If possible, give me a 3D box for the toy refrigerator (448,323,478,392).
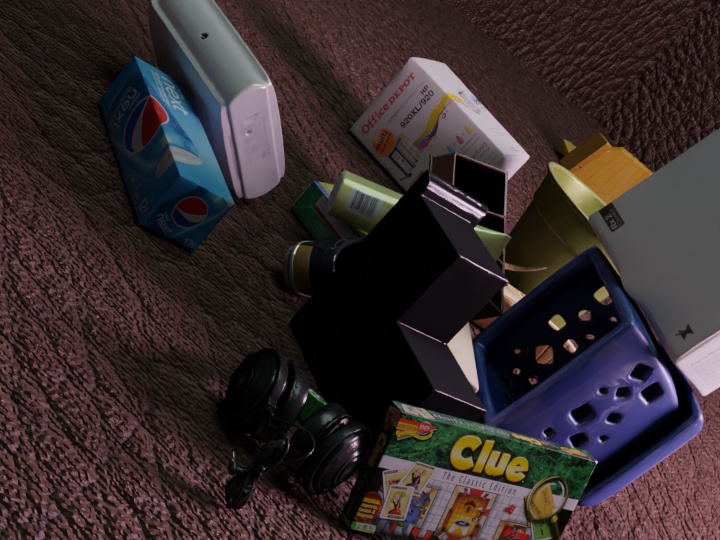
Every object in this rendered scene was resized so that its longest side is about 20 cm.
[{"bbox_3d":[0.064,0.076,1.298,0.070,0.076,0.201,38,20,-15],"label":"toy refrigerator"}]

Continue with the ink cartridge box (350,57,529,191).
[{"bbox_3d":[0.115,-0.186,1.864,0.200,0.147,0.144,48,19,13],"label":"ink cartridge box"}]

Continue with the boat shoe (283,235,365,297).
[{"bbox_3d":[0.000,0.000,1.308,0.199,0.061,0.076,3,87,-58],"label":"boat shoe"}]

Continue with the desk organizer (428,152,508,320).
[{"bbox_3d":[0.125,-0.042,1.515,0.072,0.076,0.203,42,45,-49],"label":"desk organizer"}]

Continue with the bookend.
[{"bbox_3d":[0.060,0.057,1.133,0.092,0.200,0.200,25,25,-43],"label":"bookend"}]

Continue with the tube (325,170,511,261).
[{"bbox_3d":[0.060,-0.046,1.393,0.198,0.053,0.058,24,-18,-10],"label":"tube"}]

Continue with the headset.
[{"bbox_3d":[-0.058,0.126,0.974,0.123,0.094,0.200,39,3,0],"label":"headset"}]

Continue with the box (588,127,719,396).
[{"bbox_3d":[0.384,-0.013,1.364,0.131,0.199,0.201,36,23,-54],"label":"box"}]

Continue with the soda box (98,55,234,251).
[{"bbox_3d":[-0.184,-0.112,1.196,0.067,0.064,0.201,28,24,-40],"label":"soda box"}]

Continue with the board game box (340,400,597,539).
[{"bbox_3d":[0.090,0.174,1.024,0.198,0.106,0.023,17,12,-28],"label":"board game box"}]

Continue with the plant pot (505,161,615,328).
[{"bbox_3d":[0.258,-0.007,1.708,0.199,0.190,0.201,38,20,-16],"label":"plant pot"}]

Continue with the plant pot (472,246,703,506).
[{"bbox_3d":[0.254,0.126,1.417,0.180,0.199,0.201,45,17,-19],"label":"plant pot"}]

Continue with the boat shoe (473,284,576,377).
[{"bbox_3d":[0.201,0.063,1.621,0.199,0.074,0.069,41,24,-9],"label":"boat shoe"}]

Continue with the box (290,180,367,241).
[{"bbox_3d":[0.014,-0.039,1.489,0.118,0.048,0.199,51,18,20],"label":"box"}]

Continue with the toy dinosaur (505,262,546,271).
[{"bbox_3d":[0.124,-0.025,1.627,0.198,0.061,0.106,16,17,-28],"label":"toy dinosaur"}]

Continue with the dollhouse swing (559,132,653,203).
[{"bbox_3d":[0.585,-0.255,3.007,0.199,0.181,0.177,35,40,-23],"label":"dollhouse swing"}]

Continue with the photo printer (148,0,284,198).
[{"bbox_3d":[-0.154,-0.195,1.325,0.201,0.069,0.167,54,-17,30],"label":"photo printer"}]
